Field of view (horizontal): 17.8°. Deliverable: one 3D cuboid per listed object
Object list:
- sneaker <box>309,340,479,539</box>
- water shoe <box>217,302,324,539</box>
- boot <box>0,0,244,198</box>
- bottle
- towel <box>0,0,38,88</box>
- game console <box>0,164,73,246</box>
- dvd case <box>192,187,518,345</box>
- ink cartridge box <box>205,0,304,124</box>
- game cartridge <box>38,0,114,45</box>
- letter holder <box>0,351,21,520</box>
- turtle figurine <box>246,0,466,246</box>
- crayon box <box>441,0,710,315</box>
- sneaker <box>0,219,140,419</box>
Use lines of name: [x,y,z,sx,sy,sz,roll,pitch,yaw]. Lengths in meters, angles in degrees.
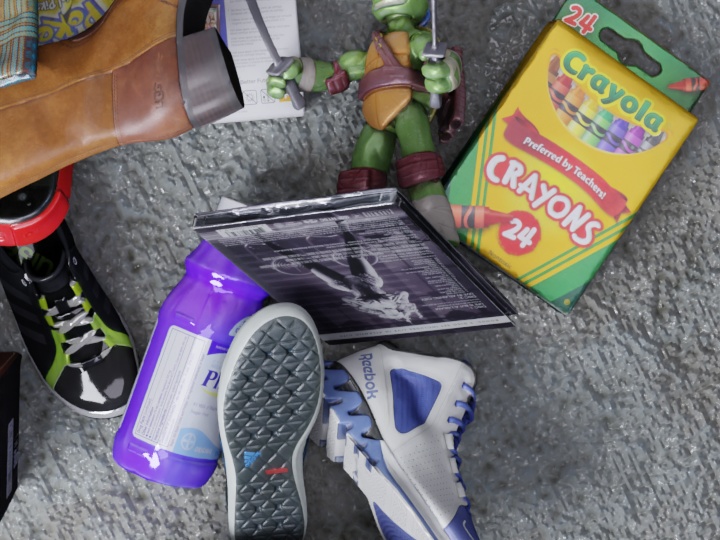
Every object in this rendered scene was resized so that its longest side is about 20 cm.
sneaker: [0.047,0.119,1.594,0.115,0.081,0.200,-27,64,-20]
water shoe: [-0.069,0.103,1.585,0.071,0.079,0.201,1,117,-11]
boot: [-0.190,-0.149,1.515,0.199,0.069,0.190,-18,70,6]
bottle: [-0.108,0.050,1.602,0.065,0.083,0.201,21,92,25]
towel: [-0.279,-0.198,1.529,0.146,0.022,0.201,-14,59,17]
game console: [-0.291,-0.102,1.564,0.198,0.031,0.178,1,63,3]
dvd case: [0.000,0.000,1.535,0.148,0.200,0.016,-7,63,26]
ink cartridge box: [-0.094,-0.204,1.609,0.094,0.037,0.202,-5,97,-3]
game cartridge: [-0.215,-0.169,1.558,0.175,0.032,0.201,-15,64,-4]
letter holder: [-0.306,0.113,1.533,0.141,0.200,0.102,2,94,-4]
turtle figurine: [0.000,-0.111,1.538,0.143,0.200,0.196,-4,81,8]
crayon box: [0.148,-0.087,1.627,0.127,0.051,0.201,33,91,-5]
sneaker: [-0.216,0.016,1.591,0.071,0.083,0.201,-28,95,-2]
